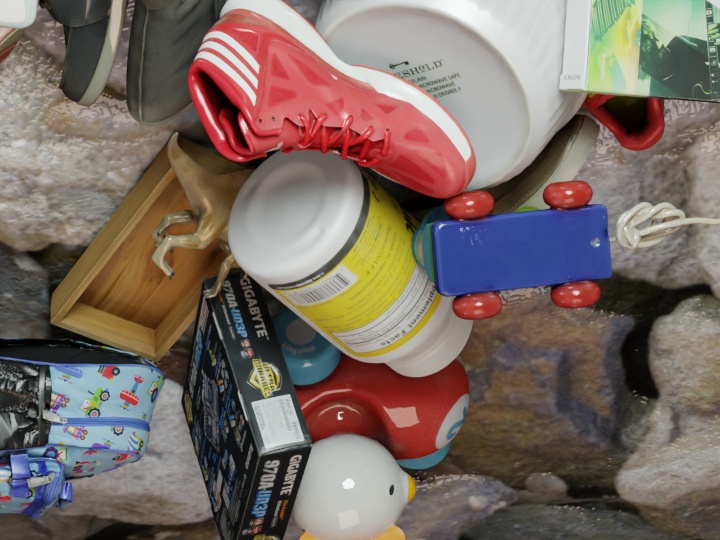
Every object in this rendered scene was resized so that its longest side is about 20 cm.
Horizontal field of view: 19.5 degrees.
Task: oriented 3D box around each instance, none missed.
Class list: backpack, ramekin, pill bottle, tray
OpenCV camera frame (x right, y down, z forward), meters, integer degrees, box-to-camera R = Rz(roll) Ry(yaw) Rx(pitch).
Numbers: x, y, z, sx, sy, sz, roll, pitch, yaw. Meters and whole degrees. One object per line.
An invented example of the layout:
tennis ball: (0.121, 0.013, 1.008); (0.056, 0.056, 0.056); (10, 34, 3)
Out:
backpack: (-0.258, 0.125, 1.666); (0.199, 0.136, 0.182); (3, 167, -20)
ramekin: (0.056, -0.142, 1.415); (0.201, 0.094, 0.203); (14, 136, 14)
pill bottle: (0.000, 0.000, 1.534); (0.111, 0.112, 0.200); (-25, 140, 20)
tray: (-0.151, -0.014, 1.623); (0.098, 0.037, 0.200); (22, 131, -26)

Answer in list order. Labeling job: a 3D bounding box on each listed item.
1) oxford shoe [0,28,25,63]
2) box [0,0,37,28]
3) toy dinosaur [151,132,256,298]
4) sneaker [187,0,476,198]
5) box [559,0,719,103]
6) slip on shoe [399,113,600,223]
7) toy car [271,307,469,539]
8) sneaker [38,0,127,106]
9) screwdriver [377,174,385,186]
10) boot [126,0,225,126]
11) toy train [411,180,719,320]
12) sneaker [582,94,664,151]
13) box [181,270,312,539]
oxford shoe: (-0.306, -0.141, 1.467); (0.074, 0.071, 0.200); (45, 128, -4)
box: (-0.277, -0.268, 1.207); (0.198, 0.172, 0.201); (5, 114, -11)
toy dinosaur: (-0.110, -0.042, 1.546); (0.101, 0.058, 0.200); (-40, 135, 12)
sneaker: (-0.027, -0.086, 1.355); (0.199, 0.116, 0.078); (32, 138, 0)
box: (0.228, -0.184, 1.389); (0.199, 0.036, 0.145); (1, 93, -25)
slip on shoe: (0.098, -0.066, 1.555); (0.060, 0.076, 0.200); (38, 144, -14)
toy car: (0.006, 0.156, 1.681); (0.176, 0.201, 0.185); (-4, 146, -1)
sneaker: (-0.205, -0.205, 1.400); (0.105, 0.075, 0.201); (11, 129, -7)
screwdriver: (0.002, -0.045, 1.612); (0.029, 0.028, 0.201); (25, 135, 10)
boot: (-0.101, -0.207, 1.384); (0.072, 0.182, 0.200); (34, 161, 19)
toy train: (0.137, -0.022, 1.455); (0.199, 0.116, 0.085); (-7, 97, -12)
sneaker: (0.167, -0.160, 1.464); (0.077, 0.085, 0.200); (-27, 133, 19)
box: (-0.094, 0.120, 1.654); (0.046, 0.160, 0.200); (-10, 149, -17)
